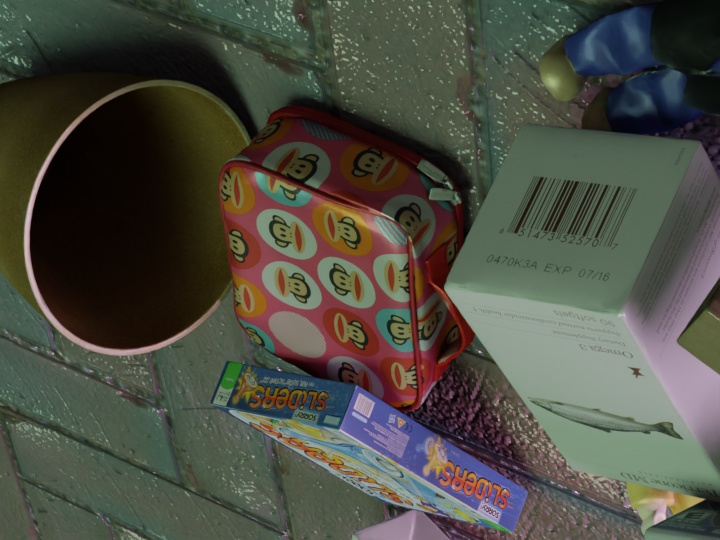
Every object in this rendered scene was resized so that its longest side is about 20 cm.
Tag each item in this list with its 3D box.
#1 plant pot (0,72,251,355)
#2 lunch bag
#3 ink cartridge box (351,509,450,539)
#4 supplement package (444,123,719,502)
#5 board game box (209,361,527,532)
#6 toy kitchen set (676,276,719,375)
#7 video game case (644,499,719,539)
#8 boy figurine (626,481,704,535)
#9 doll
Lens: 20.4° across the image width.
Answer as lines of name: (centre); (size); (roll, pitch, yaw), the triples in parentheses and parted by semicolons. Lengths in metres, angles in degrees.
plant pot: (-0.200, -0.062, 1.378); (0.200, 0.186, 0.187); (26, 146, 46)
lunch bag: (0.000, 0.000, 1.316); (0.176, 0.082, 0.200); (24, 143, 22)
ink cartridge box: (0.040, 0.301, 1.561); (0.116, 0.067, 0.201); (42, 139, 39)
supplement package: (0.153, 0.026, 1.131); (0.117, 0.118, 0.200); (8, 150, 36)
board game box: (0.007, 0.125, 1.412); (0.135, 0.035, 0.200); (7, 160, 46)
toy kitchen set: (0.299, 0.005, 0.955); (0.200, 0.163, 0.181); (37, 150, 4)
video game case: (0.292, 0.143, 1.126); (0.199, 0.182, 0.023); (3, 102, 41)
boy figurine: (0.201, 0.130, 1.242); (0.200, 0.124, 0.064); (53, 129, 15)
doll: (0.188, -0.110, 1.042); (0.137, 0.048, 0.200); (50, 148, -17)
